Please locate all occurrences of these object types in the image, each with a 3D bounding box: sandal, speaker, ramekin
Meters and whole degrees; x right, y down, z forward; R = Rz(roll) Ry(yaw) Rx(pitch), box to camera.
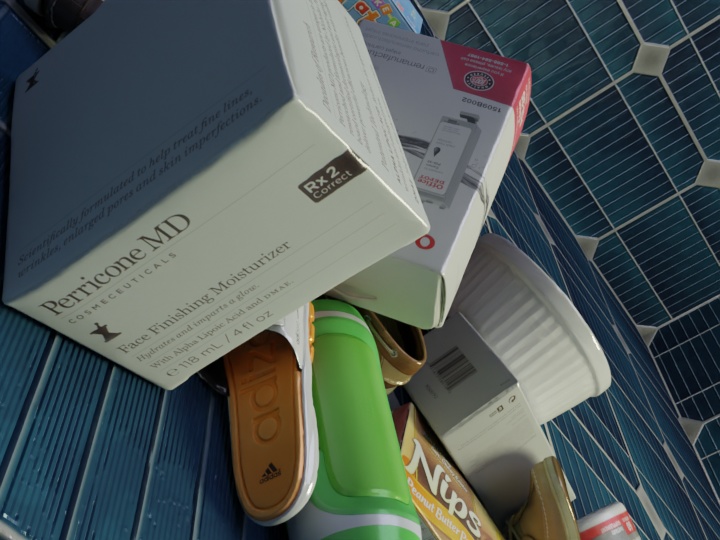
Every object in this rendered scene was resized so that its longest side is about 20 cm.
[{"bbox_3d":[-0.070,0.056,0.581,0.059,0.079,0.208,43,26,-47],"label":"sandal"},{"bbox_3d":[-0.016,0.118,0.620,0.088,0.088,0.201,42,25,-42],"label":"speaker"},{"bbox_3d":[0.155,0.069,0.930,0.203,0.094,0.202,52,-5,7],"label":"ramekin"}]

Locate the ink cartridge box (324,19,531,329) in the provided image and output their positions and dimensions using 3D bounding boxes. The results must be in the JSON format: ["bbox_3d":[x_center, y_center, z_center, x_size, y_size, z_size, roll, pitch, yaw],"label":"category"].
[{"bbox_3d":[0.029,-0.076,0.682,0.083,0.146,0.201,87,25,-60],"label":"ink cartridge box"}]

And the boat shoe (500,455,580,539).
[{"bbox_3d":[0.159,0.246,0.806,0.072,0.064,0.201,-92,172,-51],"label":"boat shoe"}]

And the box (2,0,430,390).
[{"bbox_3d":[-0.092,-0.074,0.534,0.131,0.198,0.201,39,27,-44],"label":"box"}]

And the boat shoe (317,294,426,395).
[{"bbox_3d":[0.000,0.000,0.736,0.075,0.074,0.201,-16,80,-48],"label":"boat shoe"}]

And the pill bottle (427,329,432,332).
[{"bbox_3d":[0.114,0.031,1.067,0.200,0.106,0.106,53,19,-17],"label":"pill bottle"}]

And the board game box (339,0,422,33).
[{"bbox_3d":[-0.060,-0.259,0.912,0.151,0.199,0.037,48,40,-31],"label":"board game box"}]

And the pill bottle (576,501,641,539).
[{"bbox_3d":[0.271,0.359,0.951,0.114,0.113,0.201,18,44,-64],"label":"pill bottle"}]

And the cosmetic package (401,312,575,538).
[{"bbox_3d":[0.115,0.147,0.826,0.108,0.085,0.200,52,-6,49],"label":"cosmetic package"}]

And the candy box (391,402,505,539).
[{"bbox_3d":[0.067,0.219,0.725,0.201,0.055,0.116,55,18,-11],"label":"candy box"}]

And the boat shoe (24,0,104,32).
[{"bbox_3d":[-0.180,-0.214,0.712,0.059,0.072,0.200,38,23,1],"label":"boat shoe"}]
